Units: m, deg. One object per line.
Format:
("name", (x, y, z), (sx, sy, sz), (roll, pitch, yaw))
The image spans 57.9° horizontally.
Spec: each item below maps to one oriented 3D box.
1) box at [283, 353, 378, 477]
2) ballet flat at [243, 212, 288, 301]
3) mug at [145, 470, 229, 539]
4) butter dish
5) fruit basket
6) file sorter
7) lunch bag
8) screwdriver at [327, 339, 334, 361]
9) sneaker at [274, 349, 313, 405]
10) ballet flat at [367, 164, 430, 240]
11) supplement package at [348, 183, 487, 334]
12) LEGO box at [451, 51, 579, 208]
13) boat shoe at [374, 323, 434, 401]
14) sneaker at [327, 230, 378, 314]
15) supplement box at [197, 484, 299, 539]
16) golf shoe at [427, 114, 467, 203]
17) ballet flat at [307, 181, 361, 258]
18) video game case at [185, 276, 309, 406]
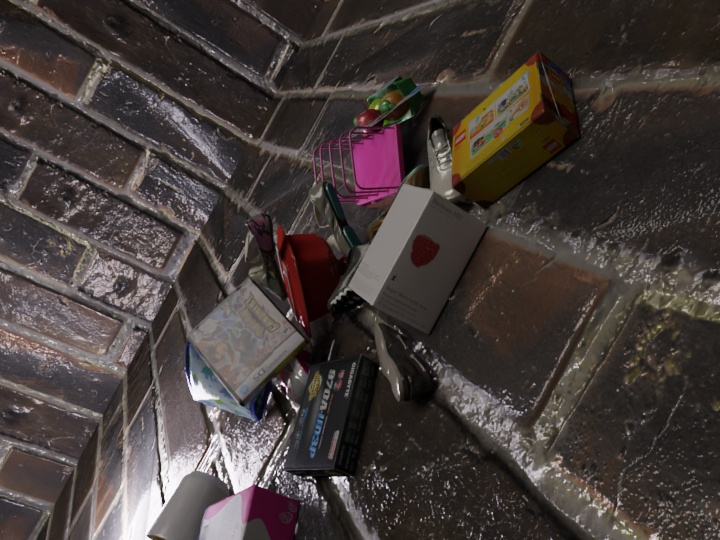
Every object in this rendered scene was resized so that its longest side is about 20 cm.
("box", (-0.052, 0.256, 1.139), (0.158, 0.046, 0.202), (-20, 47, 49))
("ballet flat", (-0.201, -0.022, 1.340), (0.069, 0.070, 0.202), (-127, 24, -57))
("mug", (-0.362, 0.518, 1.391), (0.186, 0.149, 0.154), (-20, 38, 47))
("butter dish", (-0.091, 0.006, 1.395), (0.200, 0.146, 0.201), (-123, 21, -60))
("fruit basket", (0.041, -0.363, 1.493), (0.199, 0.094, 0.185), (-36, 13, -25))
("file sorter", (-0.010, -0.226, 1.419), (0.199, 0.124, 0.141), (-8, 87, 61))
("lunch bag", (-0.286, 0.231, 1.431), (0.128, 0.168, 0.202), (-56, -21, -58))
("screwdriver", (-0.078, 0.224, 1.252), (0.028, 0.029, 0.202), (-27, 46, 52))
("sneaker", (-0.145, 0.208, 1.348), (0.089, 0.081, 0.200), (-58, 23, 4))
("ballet flat", (0.084, -0.111, 1.259), (0.200, 0.067, 0.073), (-47, 48, 30))
("supplement package", (0.091, -0.022, 1.067), (0.201, 0.121, 0.120), (-62, 23, 2))
("LEGO box", (0.237, -0.219, 1.035), (0.200, 0.077, 0.150), (-39, 33, 43))
("boat shoe", (0.065, 0.144, 1.042), (0.200, 0.056, 0.068), (-115, 21, -65))
("sneaker", (0.000, 0.000, 1.272), (0.200, 0.066, 0.091), (-47, 49, 23))
("supplement box", (-0.207, 0.469, 1.171), (0.200, 0.103, 0.102), (-39, 32, 44))
("golf shoe", (0.145, -0.197, 1.156), (0.078, 0.098, 0.201), (-20, 41, 14))
("ballet flat", (-0.051, -0.089, 1.374), (0.063, 0.202, 0.067), (-27, -5, 21))
("video game case", (-0.230, 0.139, 1.314), (0.181, 0.026, 0.200), (-44, 64, -6))
